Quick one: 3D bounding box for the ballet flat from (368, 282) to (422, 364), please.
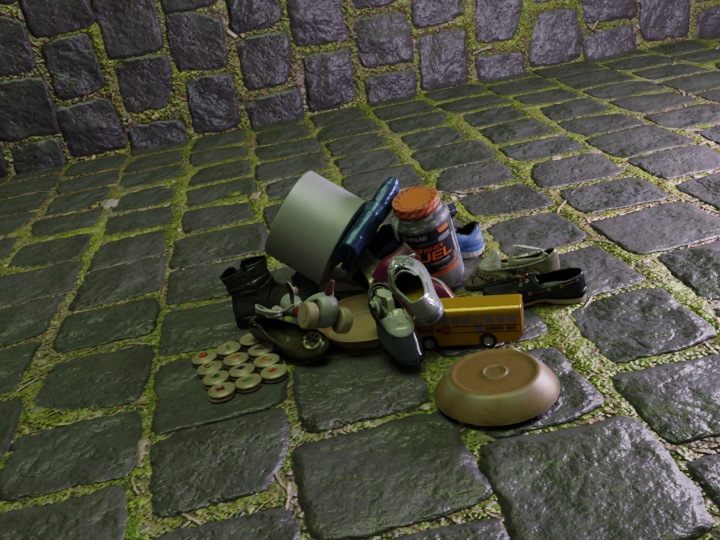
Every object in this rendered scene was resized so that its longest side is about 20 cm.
[{"bbox_3d":[0.057,0.086,1.480,0.073,0.073,0.200,-14,35,-10],"label":"ballet flat"}]

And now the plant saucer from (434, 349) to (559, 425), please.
[{"bbox_3d":[0.215,0.175,1.317,0.199,0.036,0.200,-8,23,3],"label":"plant saucer"}]

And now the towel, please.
[{"bbox_3d":[0.017,-0.094,1.683,0.048,0.112,0.200,34,63,1],"label":"towel"}]

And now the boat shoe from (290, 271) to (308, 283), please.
[{"bbox_3d":[-0.108,-0.041,1.878,0.072,0.072,0.200,-35,12,47],"label":"boat shoe"}]

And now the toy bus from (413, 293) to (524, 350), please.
[{"bbox_3d":[0.191,0.092,1.483,0.198,0.079,0.065,-4,23,15],"label":"toy bus"}]

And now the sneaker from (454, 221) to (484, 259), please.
[{"bbox_3d":[0.178,-0.064,1.828,0.199,0.090,0.079,-18,33,-15],"label":"sneaker"}]

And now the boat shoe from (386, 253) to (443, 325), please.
[{"bbox_3d":[0.082,0.014,1.494,0.074,0.086,0.202,-33,33,7],"label":"boat shoe"}]

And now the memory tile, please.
[{"bbox_3d":[-0.228,0.177,1.544,0.152,0.017,0.200,-17,24,-17],"label":"memory tile"}]

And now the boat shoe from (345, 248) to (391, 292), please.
[{"bbox_3d":[0.000,0.000,1.727,0.065,0.073,0.200,-17,24,-21],"label":"boat shoe"}]

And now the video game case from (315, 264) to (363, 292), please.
[{"bbox_3d":[0.005,-0.003,1.856,0.198,0.023,0.182,-4,24,15],"label":"video game case"}]

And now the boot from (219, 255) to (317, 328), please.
[{"bbox_3d":[-0.185,0.026,1.720,0.199,0.133,0.070,-25,26,-27],"label":"boot"}]

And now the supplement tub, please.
[{"bbox_3d":[0.135,-0.065,1.695,0.122,0.201,0.123,-14,33,9],"label":"supplement tub"}]

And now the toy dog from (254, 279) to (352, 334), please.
[{"bbox_3d":[-0.094,0.054,1.557,0.199,0.097,0.131,15,4,38],"label":"toy dog"}]

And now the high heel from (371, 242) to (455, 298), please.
[{"bbox_3d":[0.115,0.045,1.604,0.096,0.067,0.200,-44,67,6],"label":"high heel"}]

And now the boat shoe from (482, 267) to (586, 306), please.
[{"bbox_3d":[0.331,0.032,1.590,0.200,0.064,0.074,-6,25,13],"label":"boat shoe"}]

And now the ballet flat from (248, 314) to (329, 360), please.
[{"bbox_3d":[-0.140,0.118,1.552,0.199,0.047,0.067,16,53,40],"label":"ballet flat"}]

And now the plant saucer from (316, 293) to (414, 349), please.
[{"bbox_3d":[0.014,0.102,1.591,0.199,0.036,0.200,-9,23,4],"label":"plant saucer"}]

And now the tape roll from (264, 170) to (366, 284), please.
[{"bbox_3d":[-0.093,-0.090,1.749,0.139,0.203,0.203,29,32,6],"label":"tape roll"}]

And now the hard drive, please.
[{"bbox_3d":[0.106,-0.081,1.824,0.199,0.033,0.140,-21,-17,-33],"label":"hard drive"}]

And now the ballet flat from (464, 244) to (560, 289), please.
[{"bbox_3d":[0.307,-0.015,1.689,0.198,0.076,0.068,-9,24,3],"label":"ballet flat"}]
